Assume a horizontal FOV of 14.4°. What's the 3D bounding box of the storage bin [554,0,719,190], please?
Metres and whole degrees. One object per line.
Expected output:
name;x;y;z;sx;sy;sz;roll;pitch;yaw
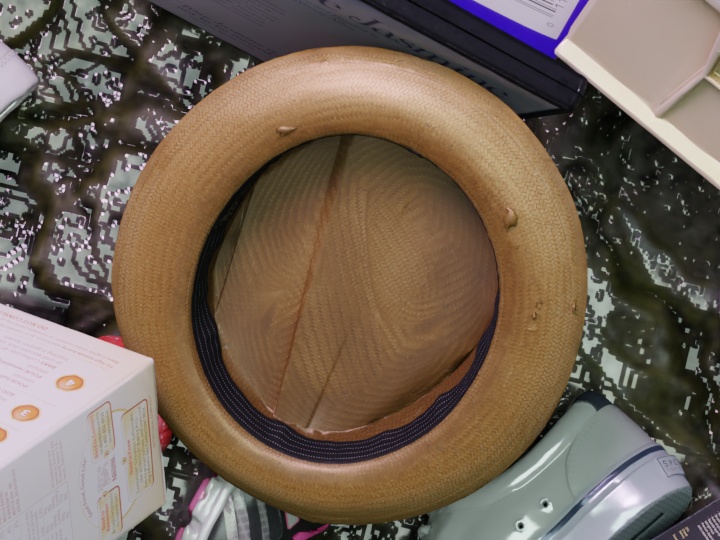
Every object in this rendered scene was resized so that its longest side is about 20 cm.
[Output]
storage bin;0.212;-0.104;1.086;0.199;0.094;0.200;40;58;2

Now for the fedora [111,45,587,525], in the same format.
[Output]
fedora;0.000;0.000;1.138;0.201;0.082;0.201;4;110;11

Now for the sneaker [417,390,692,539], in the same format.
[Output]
sneaker;0.050;0.133;1.236;0.200;0.073;0.071;-40;63;2

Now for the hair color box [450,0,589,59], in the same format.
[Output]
hair color box;0.089;-0.184;1.153;0.065;0.200;0.109;27;133;-3

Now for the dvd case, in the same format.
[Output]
dvd case;-0.006;-0.095;1.144;0.143;0.200;0.018;28;81;-15

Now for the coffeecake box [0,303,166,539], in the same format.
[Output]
coffeecake box;-0.197;0.086;1.087;0.153;0.200;0.073;18;126;32

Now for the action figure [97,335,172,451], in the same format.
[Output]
action figure;-0.152;0.076;1.222;0.200;0.052;0.065;-24;98;-9

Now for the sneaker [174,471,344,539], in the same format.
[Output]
sneaker;-0.013;0.087;1.219;0.087;0.074;0.200;31;84;2

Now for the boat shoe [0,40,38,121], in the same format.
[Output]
boat shoe;-0.207;-0.016;1.205;0.069;0.071;0.200;33;87;-2

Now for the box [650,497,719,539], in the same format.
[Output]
box;0.198;0.173;1.164;0.158;0.050;0.200;-32;53;0
